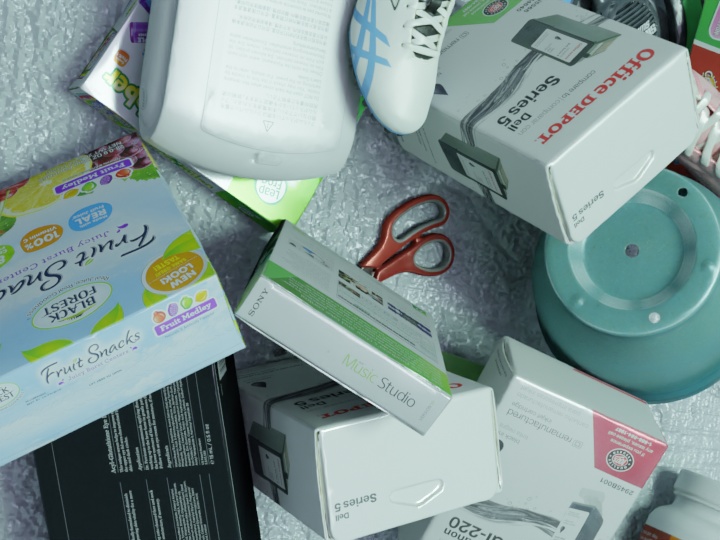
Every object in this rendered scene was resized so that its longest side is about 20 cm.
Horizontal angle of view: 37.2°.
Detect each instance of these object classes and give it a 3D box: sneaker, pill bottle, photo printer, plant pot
[{"bbox_3d":[0.040,-0.197,0.758,0.072,0.072,0.201,7,89,-34],"label":"sneaker"},{"bbox_3d":[0.321,0.306,1.056,0.112,0.112,0.201,27,83,-27],"label":"pill bottle"},{"bbox_3d":[0.278,-0.113,0.877,0.075,0.200,0.105,-54,159,24],"label":"sneaker"},{"bbox_3d":[-0.073,-0.167,0.776,0.166,0.069,0.201,6,93,-30],"label":"photo printer"},{"bbox_3d":[0.232,0.003,0.884,0.201,0.199,0.188,-69,160,-5],"label":"plant pot"}]

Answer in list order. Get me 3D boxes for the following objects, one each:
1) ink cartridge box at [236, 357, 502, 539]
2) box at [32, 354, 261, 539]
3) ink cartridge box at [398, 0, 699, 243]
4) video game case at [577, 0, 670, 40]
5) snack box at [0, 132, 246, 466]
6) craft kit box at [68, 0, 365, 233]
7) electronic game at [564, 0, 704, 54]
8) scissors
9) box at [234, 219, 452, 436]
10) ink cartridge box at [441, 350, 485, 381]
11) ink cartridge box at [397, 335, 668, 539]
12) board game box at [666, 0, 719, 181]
[{"bbox_3d":[-0.007,0.122,0.814,0.145,0.200,0.084,-10,100,-26],"label":"ink cartridge box"},{"bbox_3d":[-0.156,0.135,0.777,0.140,0.079,0.201,-6,100,2],"label":"box"},{"bbox_3d":[0.133,-0.129,0.821,0.145,0.200,0.084,-40,135,-14],"label":"ink cartridge box"},{"bbox_3d":[0.247,-0.169,1.017,0.200,0.022,0.183,29,82,-28],"label":"video game case"},{"bbox_3d":[-0.186,0.008,0.689,0.168,0.200,0.068,-26,131,-11],"label":"snack box"},{"bbox_3d":[-0.088,-0.163,0.832,0.200,0.048,0.198,35,82,-26],"label":"craft kit box"},{"bbox_3d":[0.239,-0.216,0.971,0.199,0.042,0.201,-3,97,-29],"label":"electronic game"},{"bbox_3d":[0.000,0.000,0.913,0.199,0.014,0.073,-27,109,-22],"label":"scissors"},{"bbox_3d":[-0.010,0.032,0.748,0.144,0.200,0.036,33,99,-6],"label":"box"},{"bbox_3d":[0.112,0.160,0.968,0.199,0.048,0.146,21,86,-30],"label":"ink cartridge box"},{"bbox_3d":[0.137,0.180,0.887,0.145,0.085,0.201,24,108,-7],"label":"ink cartridge box"},{"bbox_3d":[0.349,-0.170,1.019,0.153,0.040,0.201,15,91,-57],"label":"board game box"}]
